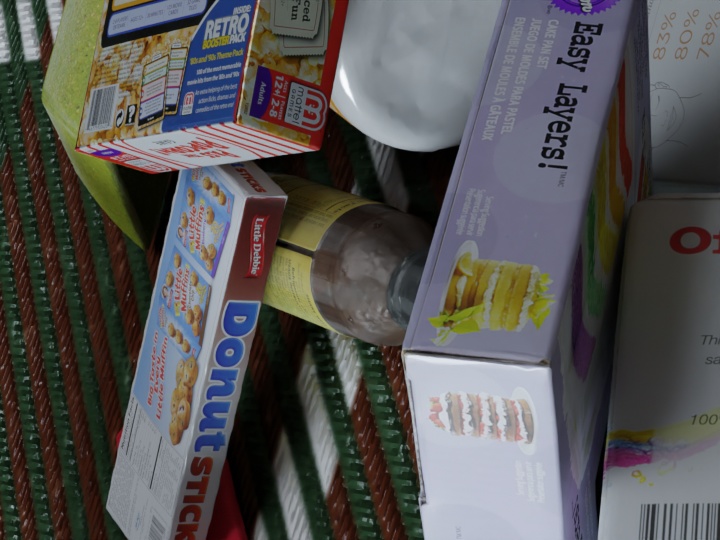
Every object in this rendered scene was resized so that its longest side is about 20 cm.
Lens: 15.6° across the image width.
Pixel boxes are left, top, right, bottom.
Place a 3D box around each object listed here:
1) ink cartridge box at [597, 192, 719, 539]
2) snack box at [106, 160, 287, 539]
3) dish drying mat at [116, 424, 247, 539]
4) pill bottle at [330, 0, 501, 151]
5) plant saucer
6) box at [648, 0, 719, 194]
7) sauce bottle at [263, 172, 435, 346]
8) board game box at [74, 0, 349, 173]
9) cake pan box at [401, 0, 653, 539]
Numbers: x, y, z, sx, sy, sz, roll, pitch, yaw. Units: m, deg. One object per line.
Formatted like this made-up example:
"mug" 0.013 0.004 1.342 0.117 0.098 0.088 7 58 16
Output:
"ink cartridge box" 0.150 0.074 0.817 0.144 0.085 0.201 0 50 12
"snack box" -0.079 0.042 1.238 0.072 0.024 0.201 45 127 53
"dish drying mat" -0.085 0.133 1.284 0.077 0.018 0.201 -48 38 28
"pill bottle" -0.003 -0.139 1.228 0.117 0.116 0.200 -63 33 9
"plant saucer" -0.116 -0.130 1.350 0.200 0.048 0.201 85 -162 -77
"box" 0.161 -0.075 0.968 0.200 0.097 0.125 8 79 56
"sauce bottle" 0.000 0.000 1.193 0.200 0.064 0.065 23 91 58
"board game box" -0.056 -0.149 1.159 0.151 0.046 0.201 -3 75 57
"cake pan box" 0.062 0.027 0.881 0.052 0.201 0.185 7 47 14
